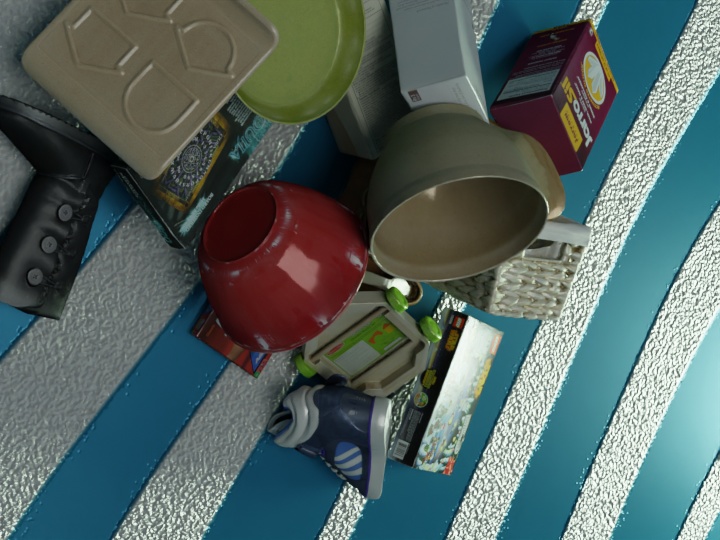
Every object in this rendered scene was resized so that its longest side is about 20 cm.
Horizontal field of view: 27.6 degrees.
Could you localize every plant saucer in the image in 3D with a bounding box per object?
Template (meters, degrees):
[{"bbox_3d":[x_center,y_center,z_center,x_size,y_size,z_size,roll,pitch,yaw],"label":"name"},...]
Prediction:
[{"bbox_3d":[-0.079,-0.257,1.569,0.199,0.031,0.201,-8,102,-39],"label":"plant saucer"}]

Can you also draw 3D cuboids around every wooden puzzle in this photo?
[{"bbox_3d":[-0.209,-0.219,1.476,0.185,0.046,0.200,41,86,4],"label":"wooden puzzle"}]

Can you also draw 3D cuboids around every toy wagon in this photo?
[{"bbox_3d":[-0.006,0.077,1.748,0.155,0.040,0.200,-36,127,17],"label":"toy wagon"}]

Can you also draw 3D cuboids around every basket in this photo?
[{"bbox_3d":[0.161,-0.025,1.791,0.135,0.200,0.124,6,104,-34],"label":"basket"}]

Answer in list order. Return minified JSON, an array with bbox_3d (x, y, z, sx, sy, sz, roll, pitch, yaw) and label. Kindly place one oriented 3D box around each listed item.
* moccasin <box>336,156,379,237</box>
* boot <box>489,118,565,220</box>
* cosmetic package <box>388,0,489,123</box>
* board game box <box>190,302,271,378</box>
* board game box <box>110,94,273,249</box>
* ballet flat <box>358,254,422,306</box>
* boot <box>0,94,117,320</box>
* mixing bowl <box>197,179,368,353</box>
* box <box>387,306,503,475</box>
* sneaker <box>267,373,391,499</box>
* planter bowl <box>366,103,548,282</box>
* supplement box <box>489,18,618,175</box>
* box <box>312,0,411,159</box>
[{"bbox_3d":[0.019,-0.089,1.717,0.202,0.077,0.074,-56,144,-46],"label":"moccasin"},{"bbox_3d":[0.163,-0.121,1.754,0.071,0.144,0.201,-37,77,-13],"label":"boot"},{"bbox_3d":[0.086,-0.263,1.674,0.113,0.081,0.201,51,27,-59],"label":"cosmetic package"},{"bbox_3d":[-0.107,0.016,1.722,0.103,0.019,0.201,37,79,-33],"label":"board game box"},{"bbox_3d":[-0.171,-0.140,1.559,0.200,0.028,0.136,-57,141,-24],"label":"board game box"},{"bbox_3d":[0.000,0.000,1.747,0.199,0.063,0.069,17,90,-44],"label":"ballet flat"},{"bbox_3d":[-0.348,-0.064,1.521,0.164,0.066,0.201,25,90,-33],"label":"boot"},{"bbox_3d":[-0.102,-0.024,1.596,0.201,0.200,0.108,-55,136,-11],"label":"mixing bowl"},{"bbox_3d":[0.110,0.155,1.852,0.137,0.040,0.201,24,86,-64],"label":"box"},{"bbox_3d":[-0.039,0.204,1.786,0.201,0.145,0.081,91,8,-55],"label":"sneaker"},{"bbox_3d":[0.095,-0.097,1.621,0.199,0.200,0.135,13,50,-35],"label":"planter bowl"},{"bbox_3d":[0.243,-0.212,1.815,0.111,0.085,0.200,63,35,-26],"label":"supplement box"},{"bbox_3d":[-0.005,-0.240,1.699,0.095,0.078,0.201,-32,116,-24],"label":"box"}]
